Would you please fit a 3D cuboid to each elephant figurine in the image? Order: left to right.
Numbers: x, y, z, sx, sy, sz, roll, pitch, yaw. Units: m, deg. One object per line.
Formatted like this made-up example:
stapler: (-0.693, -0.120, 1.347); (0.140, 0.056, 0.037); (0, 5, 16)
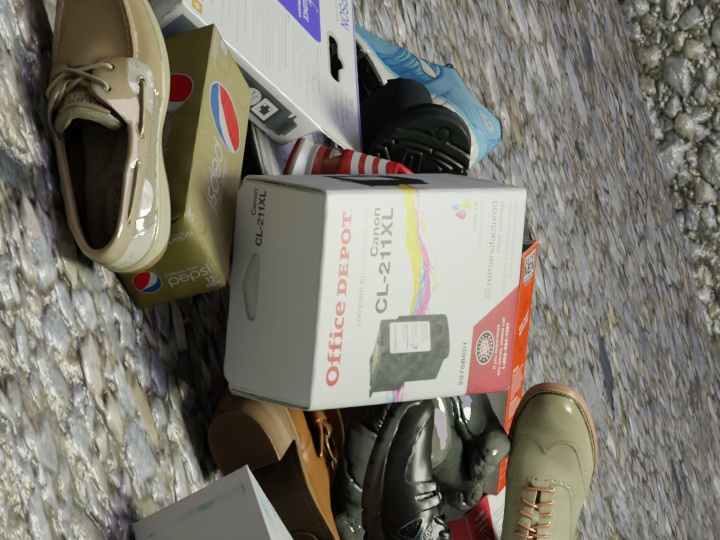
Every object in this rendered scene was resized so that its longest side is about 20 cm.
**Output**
elephant figurine: (0.016, 0.124, 1.774); (0.155, 0.142, 0.199); (51, 24, 24)

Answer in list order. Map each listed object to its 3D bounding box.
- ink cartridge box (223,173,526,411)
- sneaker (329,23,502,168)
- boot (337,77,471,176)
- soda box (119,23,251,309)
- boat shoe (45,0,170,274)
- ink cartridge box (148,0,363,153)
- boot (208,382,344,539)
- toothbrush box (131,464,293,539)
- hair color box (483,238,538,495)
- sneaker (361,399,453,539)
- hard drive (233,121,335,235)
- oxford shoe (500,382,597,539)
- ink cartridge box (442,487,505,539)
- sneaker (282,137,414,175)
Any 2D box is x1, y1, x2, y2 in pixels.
ink cartridge box: (0.013, 0.012, 1.600); (0.199, 0.082, 0.147); (-3, 101, -46)
sneaker: (0.036, -0.146, 1.982); (0.200, 0.079, 0.090); (41, 37, 25)
boot: (0.030, -0.095, 1.826); (0.169, 0.076, 0.201); (-87, -166, -45)
soda box: (-0.120, -0.071, 1.581); (0.201, 0.064, 0.068); (-86, 155, -47)
boat shoe: (-0.160, -0.100, 1.472); (0.065, 0.072, 0.202); (23, 60, -71)
ink cartridge box: (-0.077, -0.190, 1.754); (0.200, 0.043, 0.199); (40, 31, -34)
boot: (-0.037, 0.155, 1.646); (0.155, 0.073, 0.202); (-53, 128, -71)
toothbrush box: (-0.050, 0.242, 1.445); (0.201, 0.085, 0.147); (60, 4, -37)
hair color box: (0.081, 0.071, 1.931); (0.061, 0.101, 0.202); (-36, 134, -68)
sneaker: (0.039, 0.183, 1.671); (0.073, 0.081, 0.202); (-26, 124, -80)
hard drive: (-0.061, -0.088, 1.833); (0.200, 0.038, 0.141); (5, 71, -73)
oxford shoe: (0.142, 0.178, 1.835); (0.074, 0.070, 0.201); (-71, 165, -54)
ink cartridge box: (0.092, 0.287, 1.930); (0.144, 0.083, 0.202); (-23, 97, -74)
sneaker: (0.000, 0.000, 1.734); (0.201, 0.115, 0.079); (89, 15, -45)
